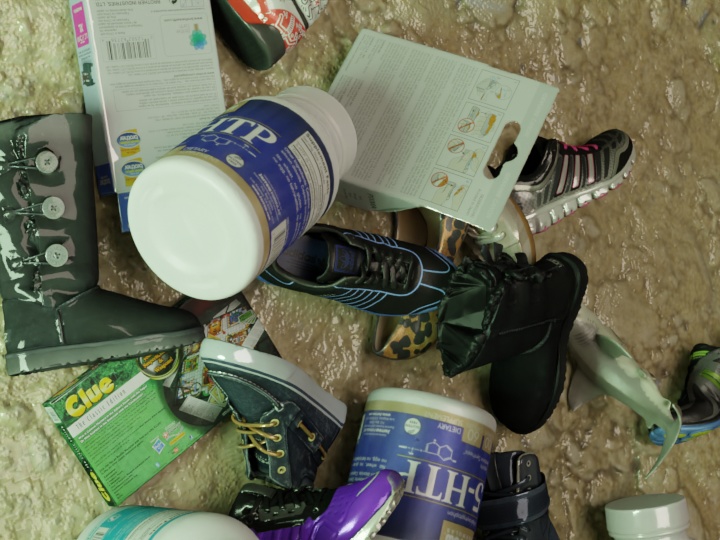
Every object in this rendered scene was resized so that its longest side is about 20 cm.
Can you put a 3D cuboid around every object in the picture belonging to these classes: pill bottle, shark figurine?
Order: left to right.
[{"bbox_3d":[-0.140,0.239,1.109,0.110,0.200,0.112,4,84,-34],"label":"pill bottle"},{"bbox_3d":[-0.086,-0.073,1.171,0.120,0.119,0.200,61,37,-13],"label":"pill bottle"},{"bbox_3d":[0.043,0.215,1.277,0.119,0.119,0.201,22,73,-30],"label":"pill bottle"},{"bbox_3d":[0.252,0.121,1.451,0.089,0.215,0.128,-43,148,9],"label":"shark figurine"},{"bbox_3d":[0.300,0.331,1.452,0.111,0.111,0.201,-8,89,-34],"label":"pill bottle"}]

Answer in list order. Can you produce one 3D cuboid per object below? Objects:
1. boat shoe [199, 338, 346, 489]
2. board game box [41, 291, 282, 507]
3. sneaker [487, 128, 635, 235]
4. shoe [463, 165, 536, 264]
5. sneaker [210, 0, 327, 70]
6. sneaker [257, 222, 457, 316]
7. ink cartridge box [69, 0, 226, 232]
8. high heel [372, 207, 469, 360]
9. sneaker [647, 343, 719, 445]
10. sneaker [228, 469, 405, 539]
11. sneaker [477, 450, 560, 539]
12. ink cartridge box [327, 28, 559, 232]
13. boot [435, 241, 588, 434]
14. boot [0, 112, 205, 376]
[{"bbox_3d":[-0.078,0.127,1.208,0.200,0.070,0.091,40,65,-54],"label":"boat shoe"},{"bbox_3d":[-0.161,0.096,1.218,0.200,0.023,0.105,-38,107,-31],"label":"board game box"},{"bbox_3d":[0.198,-0.107,1.451,0.199,0.074,0.088,-32,109,-27],"label":"sneaker"},{"bbox_3d":[0.104,-0.069,1.384,0.053,0.070,0.201,-28,92,-52],"label":"shoe"},{"bbox_3d":[-0.108,-0.286,1.269,0.108,0.067,0.202,-47,114,-29],"label":"sneaker"},{"bbox_3d":[0.000,0.000,1.270,0.199,0.078,0.071,7,85,-13],"label":"sneaker"},{"bbox_3d":[-0.172,-0.137,1.222,0.119,0.042,0.201,-11,91,-35],"label":"ink cartridge box"},{"bbox_3d":[0.038,-0.023,1.336,0.142,0.071,0.201,-35,109,-33],"label":"high heel"},{"bbox_3d":[0.368,0.125,1.554,0.199,0.071,0.083,-31,88,-33],"label":"sneaker"},{"bbox_3d":[-0.057,0.210,1.194,0.100,0.200,0.070,51,19,2],"label":"sneaker"},{"bbox_3d":[0.124,0.249,1.335,0.202,0.076,0.147,-31,110,-60],"label":"sneaker"},{"bbox_3d":[0.059,-0.121,1.301,0.199,0.050,0.163,21,67,16],"label":"ink cartridge box"},{"bbox_3d":[0.130,0.070,1.334,0.162,0.073,0.199,-9,120,-51],"label":"boot"},{"bbox_3d":[-0.216,-0.027,1.154,0.164,0.066,0.201,-7,84,-22],"label":"boot"}]
